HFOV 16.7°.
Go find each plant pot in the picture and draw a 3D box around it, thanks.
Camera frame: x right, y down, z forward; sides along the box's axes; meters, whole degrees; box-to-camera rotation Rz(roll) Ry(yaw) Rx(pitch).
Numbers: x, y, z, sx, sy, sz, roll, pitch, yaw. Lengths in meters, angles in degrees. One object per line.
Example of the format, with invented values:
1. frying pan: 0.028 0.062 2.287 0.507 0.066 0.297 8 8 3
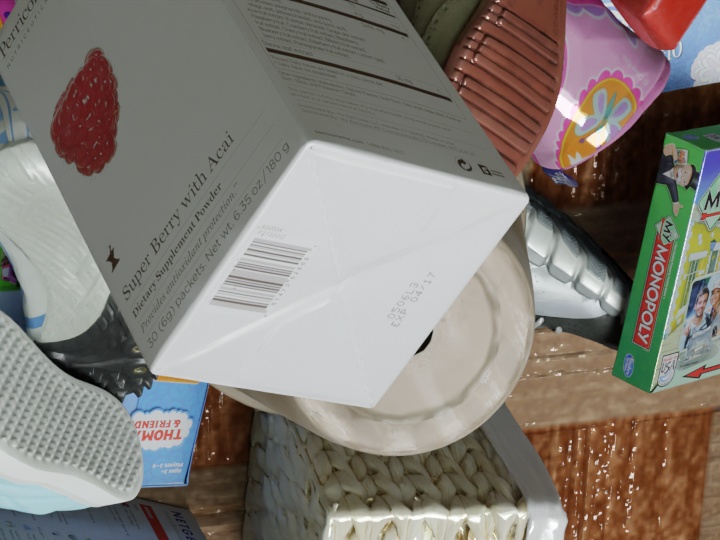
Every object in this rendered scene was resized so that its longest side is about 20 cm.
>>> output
1. plant pot: 0.000 0.000 1.146 0.199 0.174 0.201 -5 113 -13

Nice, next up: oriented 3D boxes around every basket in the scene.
1. basket: 0.015 0.136 1.265 0.123 0.200 0.136 1 112 -13

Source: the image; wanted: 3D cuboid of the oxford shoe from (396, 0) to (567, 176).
1. oxford shoe: 0.046 -0.105 1.056 0.071 0.074 0.201 37 71 -50

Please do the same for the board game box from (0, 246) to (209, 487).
1. board game box: -0.136 0.015 1.228 0.151 0.037 0.201 1 112 -36

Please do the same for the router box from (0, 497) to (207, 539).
1. router box: -0.146 0.166 1.214 0.179 0.200 0.049 16 106 -24

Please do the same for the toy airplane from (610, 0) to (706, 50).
1. toy airplane: 0.143 -0.219 1.149 0.141 0.199 0.201 -4 109 31

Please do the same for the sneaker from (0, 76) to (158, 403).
1. sneaker: -0.133 -0.011 1.149 0.071 0.073 0.201 -5 138 5

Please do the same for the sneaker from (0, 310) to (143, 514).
1. sneaker: -0.178 0.074 1.133 0.082 0.074 0.200 -16 150 17

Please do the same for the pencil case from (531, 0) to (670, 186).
1. pencil case: 0.056 -0.135 1.144 0.087 0.087 0.200 -43 113 2

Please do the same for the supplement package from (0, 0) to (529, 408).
1. supplement package: -0.047 -0.061 0.995 0.119 0.200 0.121 11 125 -41

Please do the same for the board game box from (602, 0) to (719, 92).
1. board game box: 0.137 -0.187 1.252 0.199 0.043 0.200 -12 116 -15

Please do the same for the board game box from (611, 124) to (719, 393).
1. board game box: 0.218 -0.017 1.313 0.199 0.029 0.135 -12 120 -45

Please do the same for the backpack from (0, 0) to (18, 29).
1. backpack: -0.117 -0.191 1.103 0.175 0.153 0.201 -20 125 -16

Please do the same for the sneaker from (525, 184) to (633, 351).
1. sneaker: 0.059 0.008 1.300 0.200 0.075 0.116 38 101 -18
